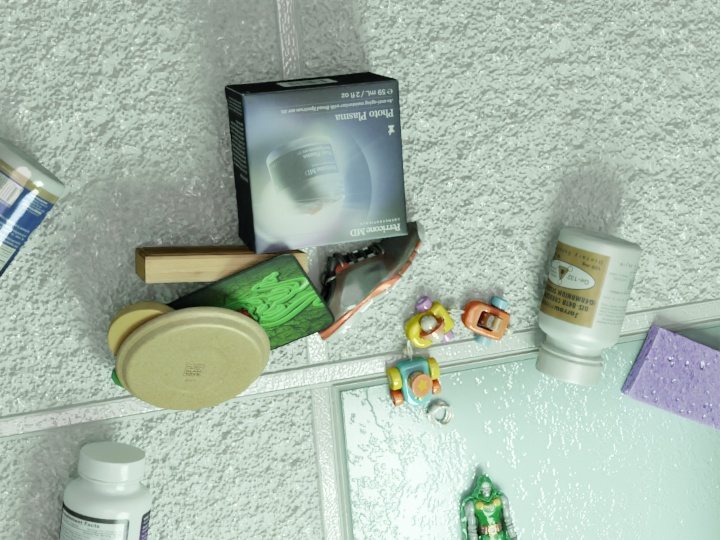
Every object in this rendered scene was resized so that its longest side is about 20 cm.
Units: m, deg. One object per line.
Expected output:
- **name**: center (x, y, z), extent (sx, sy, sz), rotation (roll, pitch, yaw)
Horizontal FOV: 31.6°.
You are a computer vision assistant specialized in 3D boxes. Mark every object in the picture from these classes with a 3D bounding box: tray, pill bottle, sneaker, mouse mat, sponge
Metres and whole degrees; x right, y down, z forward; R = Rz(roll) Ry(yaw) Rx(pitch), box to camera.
- **tray**: center (-0.175, -0.010, 1.589), extent (0.200, 0.099, 0.037), rotation (-2, 97, -17)
- **pill bottle**: center (-0.447, -0.051, 1.493), extent (0.111, 0.111, 0.200), rotation (37, 90, -20)
- **pill bottle**: center (0.305, 0.049, 1.740), extent (0.114, 0.114, 0.200), rotation (10, 99, -19)
- **sneaker**: center (0.000, 0.000, 1.661), extent (0.082, 0.077, 0.200), rotation (44, 87, -14)
- **pill bottle**: center (-0.324, 0.325, 1.612), extent (0.111, 0.111, 0.200), rotation (6, 100, -18)
- **mouse mat**: center (-0.146, 0.060, 1.596), extent (0.200, 0.008, 0.161), rotation (-24, 138, 7)
- **sponge**: center (0.488, 0.162, 1.865), extent (0.200, 0.030, 0.112), rotation (21, 95, -19)

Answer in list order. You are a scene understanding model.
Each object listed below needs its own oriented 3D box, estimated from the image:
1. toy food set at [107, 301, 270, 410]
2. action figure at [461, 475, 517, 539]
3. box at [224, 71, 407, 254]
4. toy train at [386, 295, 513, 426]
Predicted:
- **toy food set**: center (-0.212, 0.107, 1.586), extent (0.200, 0.049, 0.198), rotation (-8, 139, -10)
- **action figure**: center (0.187, 0.386, 1.814), extent (0.118, 0.055, 0.200), rotation (-12, 101, -11)
- **box**: center (-0.054, -0.136, 1.588), extent (0.200, 0.123, 0.199), rotation (-8, 105, -15)
- **toy train**: center (0.124, 0.116, 1.731), extent (0.150, 0.056, 0.200), rotation (26, 93, -20)
